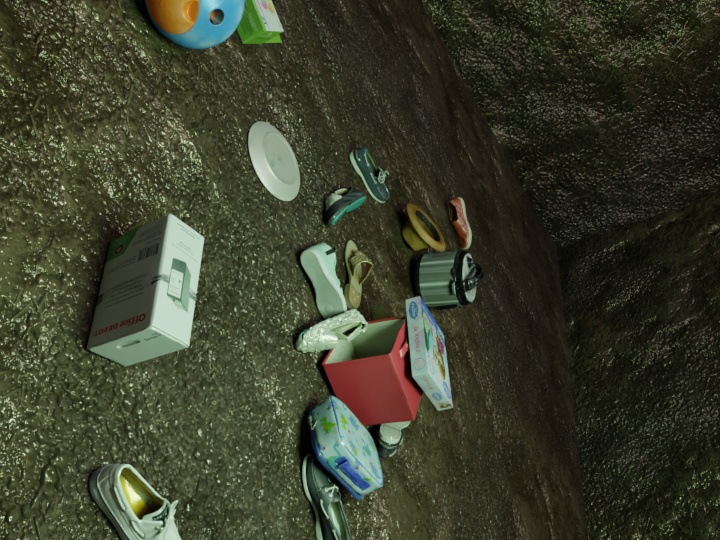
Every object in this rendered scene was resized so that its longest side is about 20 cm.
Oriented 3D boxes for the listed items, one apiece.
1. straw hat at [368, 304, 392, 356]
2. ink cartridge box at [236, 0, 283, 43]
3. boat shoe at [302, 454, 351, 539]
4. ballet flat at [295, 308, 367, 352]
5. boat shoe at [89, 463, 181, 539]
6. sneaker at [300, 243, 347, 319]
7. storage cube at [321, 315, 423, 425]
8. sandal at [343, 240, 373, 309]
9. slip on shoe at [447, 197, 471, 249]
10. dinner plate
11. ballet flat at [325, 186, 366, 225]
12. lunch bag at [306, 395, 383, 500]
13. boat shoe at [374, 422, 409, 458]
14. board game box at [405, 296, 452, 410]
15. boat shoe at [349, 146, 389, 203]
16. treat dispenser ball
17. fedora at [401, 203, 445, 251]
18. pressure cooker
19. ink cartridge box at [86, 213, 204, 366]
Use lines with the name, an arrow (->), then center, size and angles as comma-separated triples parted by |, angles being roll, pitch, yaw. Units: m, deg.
straw hat -> 0.044, 0.195, 1.757 | 0.084, 0.201, 0.203 | -26, 98, -19
ink cartridge box -> -0.250, -0.662, 1.764 | 0.200, 0.075, 0.149 | -36, 105, -61
boat shoe -> -0.064, 0.471, 1.413 | 0.075, 0.060, 0.203 | -10, 82, -62
ballet flat -> -0.056, 0.140, 1.564 | 0.199, 0.071, 0.073 | -24, 95, -43
boat shoe -> -0.302, 0.358, 1.012 | 0.204, 0.085, 0.075 | 62, 28, -17
sneaker -> -0.068, 0.027, 1.675 | 0.203, 0.073, 0.118 | 68, 24, -9
storage cube -> 0.040, 0.235, 1.619 | 0.182, 0.198, 0.171 | 68, 26, -20
sandal -> 0.003, 0.003, 1.825 | 0.078, 0.069, 0.214 | 44, 38, -42
slip on shoe -> 0.376, -0.178, 2.656 | 0.061, 0.074, 0.203 | -12, 90, -28
dinner plate -> -0.199, -0.266, 1.669 | 0.200, 0.024, 0.202 | 39, 42, -45
ballet flat -> -0.054, -0.178, 1.849 | 0.200, 0.072, 0.074 | -42, 110, -55
lunch bag -> -0.032, 0.377, 1.470 | 0.201, 0.082, 0.161 | 53, 10, -35
boat shoe -> 0.077, 0.402, 1.722 | 0.200, 0.073, 0.061 | -51, 160, -77
board game box -> 0.162, 0.197, 1.635 | 0.200, 0.041, 0.202 | 54, 27, -50
boat shoe -> 0.041, -0.289, 2.088 | 0.201, 0.061, 0.075 | 55, 29, -29
treat dispenser ball -> -0.334, -0.554, 1.402 | 0.201, 0.199, 0.203 | 40, 40, -45
fedora -> 0.188, -0.120, 2.213 | 0.200, 0.082, 0.201 | 41, 23, -21
pressure cooker -> 0.283, 0.026, 2.167 | 0.179, 0.197, 0.178 | 49, 42, -52
ink cartridge box -> -0.335, 0.034, 1.092 | 0.084, 0.144, 0.202 | 40, 41, -46
